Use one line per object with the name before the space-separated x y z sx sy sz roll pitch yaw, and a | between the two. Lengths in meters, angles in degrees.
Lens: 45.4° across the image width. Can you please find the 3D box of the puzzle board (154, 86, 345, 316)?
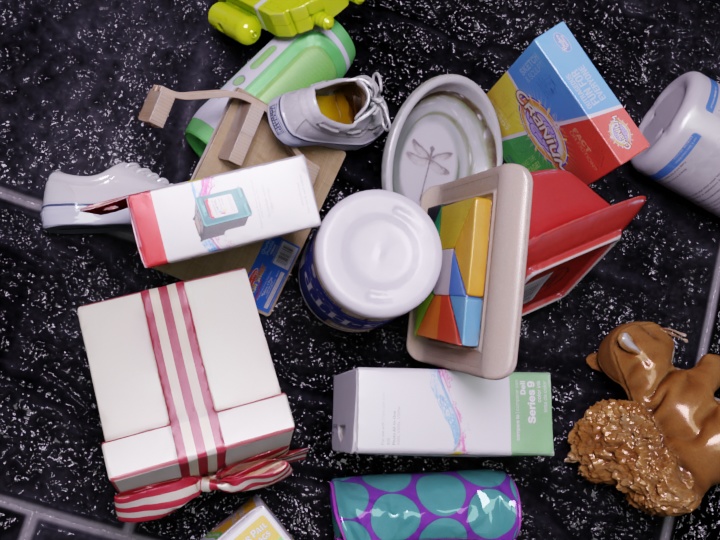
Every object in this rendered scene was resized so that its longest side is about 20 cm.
puzzle board | -0.114 -0.068 0.903 0.150 0.017 0.201 27 88 -38

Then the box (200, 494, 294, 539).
box | -0.077 0.331 0.839 0.101 0.112 0.200 -39 90 -13

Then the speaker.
speaker | -0.097 -0.193 0.941 0.088 0.088 0.200 42 76 -1

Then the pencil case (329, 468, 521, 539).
pencil case | 0.066 0.255 0.892 0.199 0.085 0.093 -2 46 -11

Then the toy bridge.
toy bridge | -0.117 -0.137 0.853 0.200 0.027 0.067 23 89 -38

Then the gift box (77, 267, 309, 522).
gift box | -0.156 0.131 0.830 0.184 0.200 0.187 -15 68 -9

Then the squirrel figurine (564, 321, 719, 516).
squirrel figurine | 0.318 0.155 0.939 0.200 0.142 0.187 -37 82 -17

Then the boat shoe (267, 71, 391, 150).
boat shoe | -0.006 -0.175 0.904 0.202 0.086 0.075 -13 86 -57

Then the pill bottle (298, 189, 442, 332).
pill bottle | 0.000 0.000 0.868 0.119 0.200 0.120 2 79 -10

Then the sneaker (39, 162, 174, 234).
sneaker | -0.233 -0.079 0.903 0.199 0.073 0.071 -1 83 -11

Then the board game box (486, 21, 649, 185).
board game box | 0.208 -0.157 0.936 0.040 0.200 0.153 -33 87 -15

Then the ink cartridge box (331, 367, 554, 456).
ink cartridge box | 0.078 0.148 0.885 0.199 0.145 0.088 1 79 -10

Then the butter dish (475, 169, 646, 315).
butter dish | 0.159 -0.041 0.910 0.199 0.200 0.148 -21 68 -28

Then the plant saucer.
plant saucer | 0.081 -0.114 0.951 0.200 0.050 0.201 -13 109 -43

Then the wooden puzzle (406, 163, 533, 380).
wooden puzzle | 0.091 0.001 0.811 0.037 0.200 0.186 7 87 -19

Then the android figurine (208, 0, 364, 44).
android figurine | -0.078 -0.315 0.939 0.182 0.041 0.200 -44 53 -15

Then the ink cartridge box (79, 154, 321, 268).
ink cartridge box | -0.144 -0.049 0.796 0.199 0.116 0.067 -14 93 -7

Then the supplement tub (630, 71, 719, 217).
supplement tub | 0.435 -0.132 1.011 0.200 0.132 0.132 29 76 -5
